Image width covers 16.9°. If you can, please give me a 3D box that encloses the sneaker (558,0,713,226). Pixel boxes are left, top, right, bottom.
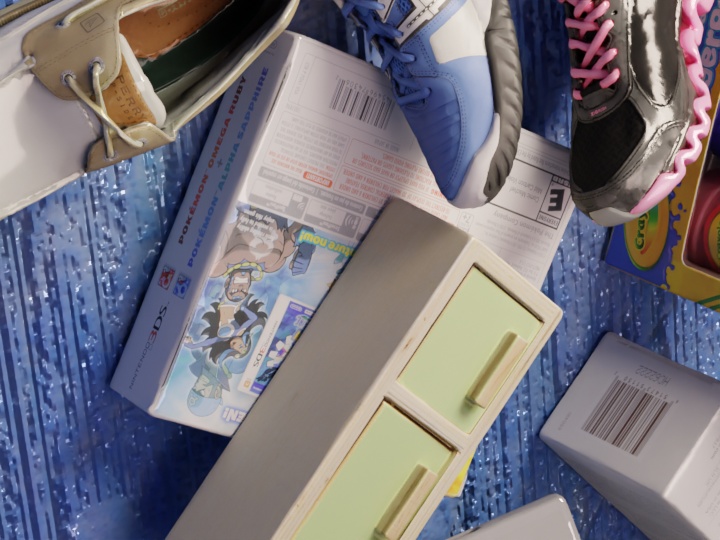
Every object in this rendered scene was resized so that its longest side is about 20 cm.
[{"bbox_3d":[0.120,-0.119,1.154,0.095,0.079,0.201,29,61,-33],"label":"sneaker"}]

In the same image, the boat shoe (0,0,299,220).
[{"bbox_3d":[-0.111,-0.082,1.013,0.200,0.068,0.075,-42,127,-17],"label":"boat shoe"}]

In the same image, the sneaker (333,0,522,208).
[{"bbox_3d":[0.018,-0.122,1.075,0.077,0.076,0.201,-12,83,-21],"label":"sneaker"}]

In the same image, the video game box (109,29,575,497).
[{"bbox_3d":[0.000,0.000,1.143,0.199,0.047,0.183,20,92,-40],"label":"video game box"}]

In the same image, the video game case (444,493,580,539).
[{"bbox_3d":[0.055,0.238,1.205,0.181,0.022,0.201,-21,92,-14],"label":"video game case"}]

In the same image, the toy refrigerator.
[{"bbox_3d":[0.001,0.076,1.099,0.076,0.070,0.201,38,83,-40],"label":"toy refrigerator"}]

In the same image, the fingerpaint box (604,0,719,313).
[{"bbox_3d":[0.223,-0.072,1.207,0.073,0.167,0.201,5,104,-40],"label":"fingerpaint box"}]

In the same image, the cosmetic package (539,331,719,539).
[{"bbox_3d":[0.196,0.124,1.302,0.071,0.101,0.200,-54,130,-9],"label":"cosmetic package"}]
